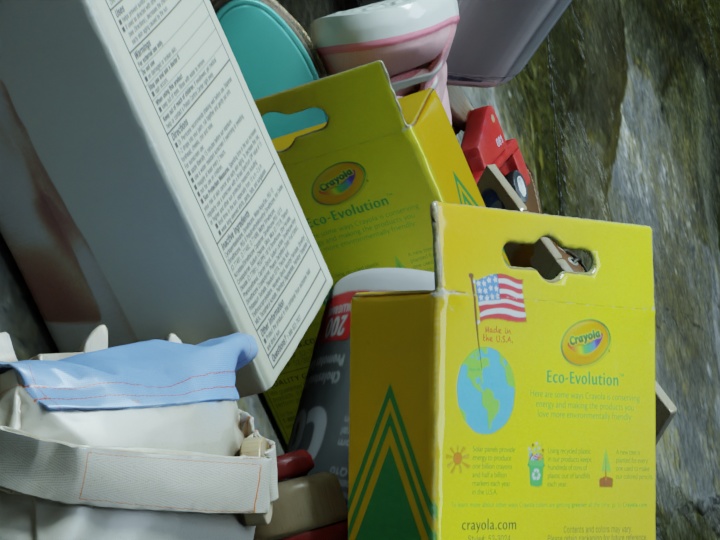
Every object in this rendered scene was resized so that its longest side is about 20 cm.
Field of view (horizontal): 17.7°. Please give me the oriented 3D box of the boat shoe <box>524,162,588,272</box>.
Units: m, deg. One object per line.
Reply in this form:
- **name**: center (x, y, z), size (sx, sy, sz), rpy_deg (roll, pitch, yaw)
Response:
- **boat shoe**: center (0.110, 0.016, 1.391), size (0.072, 0.068, 0.200), rpy_deg (38, 41, -53)

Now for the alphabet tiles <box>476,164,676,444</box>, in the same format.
- **alphabet tiles**: center (0.068, 0.052, 1.150), size (0.008, 0.167, 0.200), rpy_deg (-9, 50, -34)

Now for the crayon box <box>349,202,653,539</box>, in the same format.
- **crayon box**: center (0.057, 0.079, 0.889), size (0.127, 0.051, 0.201), rpy_deg (6, 83, -42)

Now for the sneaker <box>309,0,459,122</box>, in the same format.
- **sneaker**: center (0.018, -0.081, 1.168), size (0.200, 0.075, 0.105), rpy_deg (163, -87, -84)

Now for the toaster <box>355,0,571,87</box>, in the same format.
- **toaster**: center (0.060, -0.192, 1.282), size (0.113, 0.129, 0.200), rpy_deg (3, 53, -23)

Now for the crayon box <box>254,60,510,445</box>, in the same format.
- **crayon box**: center (0.000, 0.000, 1.075), size (0.200, 0.127, 0.051), rpy_deg (67, 24, -19)

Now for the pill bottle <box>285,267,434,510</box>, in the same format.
- **pill bottle**: center (0.017, 0.111, 0.973), size (0.114, 0.114, 0.200), rpy_deg (40, 60, -53)

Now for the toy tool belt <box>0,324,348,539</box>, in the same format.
- **toy tool belt**: center (-0.084, 0.059, 0.845), size (0.200, 0.125, 0.123), rpy_deg (-7, 79, -52)

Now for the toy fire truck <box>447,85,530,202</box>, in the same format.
- **toy fire truck**: center (0.048, -0.093, 1.342), size (0.141, 0.049, 0.200), rpy_deg (69, 24, -12)

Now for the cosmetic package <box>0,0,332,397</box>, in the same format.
- **cosmetic package**: center (-0.097, -0.049, 0.936), size (0.200, 0.087, 0.103), rpy_deg (68, 25, -18)

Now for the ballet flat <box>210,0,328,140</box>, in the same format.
- **ballet flat**: center (-0.034, -0.049, 1.133), size (0.065, 0.070, 0.200), rpy_deg (-122, -170, -70)
